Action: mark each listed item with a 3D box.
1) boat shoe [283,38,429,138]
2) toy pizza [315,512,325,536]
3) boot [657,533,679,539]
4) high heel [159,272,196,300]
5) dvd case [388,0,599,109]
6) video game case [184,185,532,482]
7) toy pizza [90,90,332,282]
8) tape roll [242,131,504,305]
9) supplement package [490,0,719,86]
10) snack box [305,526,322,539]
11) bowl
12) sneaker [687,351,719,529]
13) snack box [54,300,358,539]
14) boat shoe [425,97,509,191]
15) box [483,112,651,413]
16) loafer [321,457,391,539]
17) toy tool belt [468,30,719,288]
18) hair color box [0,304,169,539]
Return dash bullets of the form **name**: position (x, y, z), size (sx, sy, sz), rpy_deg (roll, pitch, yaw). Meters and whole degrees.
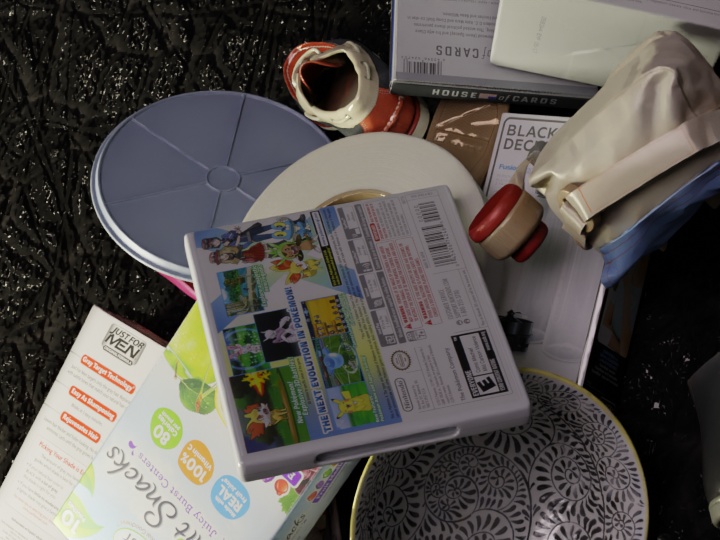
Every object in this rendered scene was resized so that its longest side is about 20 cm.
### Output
- **boat shoe**: position (-0.017, -0.138, 1.428), size (0.072, 0.062, 0.200), rpy_deg (-61, 30, 7)
- **toy pizza**: position (-0.066, 0.119, 1.378), size (0.198, 0.032, 0.202), rpy_deg (-3, 83, 21)
- **boot**: position (0.249, 0.177, 1.119), size (0.161, 0.073, 0.200), rpy_deg (-2, 104, 33)
- **high heel**: position (-0.099, 0.006, 1.438), size (0.200, 0.096, 0.068), rpy_deg (41, 96, 37)
- **dvd case**: position (0.097, -0.213, 1.377), size (0.149, 0.025, 0.202), rpy_deg (4, 67, -4)
- **video game case**: position (-0.006, 0.034, 1.198), size (0.180, 0.022, 0.201), rpy_deg (-11, 47, -8)
- **toy pizza**: position (-0.105, -0.059, 1.449), size (0.198, 0.032, 0.201), rpy_deg (4, 48, -4)
- **tape roll**: position (0.000, 0.000, 1.311), size (0.201, 0.037, 0.205), rpy_deg (-11, 61, 20)
- **supplement package**: position (0.181, -0.241, 1.279), size (0.149, 0.152, 0.202), rpy_deg (12, 77, 3)
- **snack box**: position (-0.110, 0.244, 1.348), size (0.199, 0.053, 0.143), rpy_deg (-33, 88, 19)
- **bowl**: position (0.079, 0.155, 1.243), size (0.202, 0.200, 0.094), rpy_deg (-61, 15, -1)
- **sneaker**: position (0.291, 0.078, 1.167), size (0.199, 0.075, 0.107), rpy_deg (-24, 63, 26)
- **snack box**: position (-0.097, 0.136, 1.260), size (0.142, 0.053, 0.201), rpy_deg (43, 109, 24)
- **boat shoe**: position (0.062, -0.038, 1.369), size (0.071, 0.065, 0.202), rpy_deg (16, 80, 26)
- **box**: position (0.134, -0.003, 1.311), size (0.116, 0.060, 0.202), rpy_deg (9, 77, 35)
- **loafer**: position (0.006, 0.137, 1.293), size (0.071, 0.063, 0.202), rpy_deg (5, 71, -6)
- **toy tool belt**: position (0.172, -0.045, 1.199), size (0.200, 0.123, 0.125), rpy_deg (-44, 9, 34)
- **hair color box**: position (-0.204, 0.141, 1.481), size (0.101, 0.061, 0.201), rpy_deg (27, 90, 37)
